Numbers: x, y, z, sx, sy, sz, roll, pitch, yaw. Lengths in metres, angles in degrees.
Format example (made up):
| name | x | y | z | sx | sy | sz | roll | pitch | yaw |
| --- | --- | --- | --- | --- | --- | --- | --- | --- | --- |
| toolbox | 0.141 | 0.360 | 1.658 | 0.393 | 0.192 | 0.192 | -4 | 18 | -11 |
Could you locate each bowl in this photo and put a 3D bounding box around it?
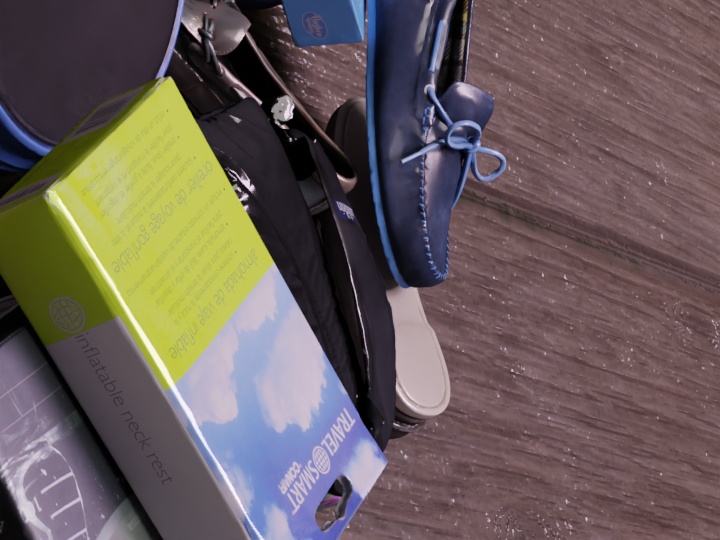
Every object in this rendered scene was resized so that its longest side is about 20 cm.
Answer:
| name | x | y | z | sx | sy | sz | roll | pitch | yaw |
| --- | --- | --- | --- | --- | --- | --- | --- | --- | --- |
| bowl | -0.143 | -0.145 | 1.263 | 0.200 | 0.039 | 0.202 | -17 | 109 | -60 |

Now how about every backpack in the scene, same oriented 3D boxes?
| name | x | y | z | sx | sy | sz | roll | pitch | yaw |
| --- | --- | --- | --- | --- | --- | --- | --- | --- | --- |
| backpack | -0.066 | 0.028 | 1.327 | 0.167 | 0.126 | 0.201 | -32 | 100 | -63 |

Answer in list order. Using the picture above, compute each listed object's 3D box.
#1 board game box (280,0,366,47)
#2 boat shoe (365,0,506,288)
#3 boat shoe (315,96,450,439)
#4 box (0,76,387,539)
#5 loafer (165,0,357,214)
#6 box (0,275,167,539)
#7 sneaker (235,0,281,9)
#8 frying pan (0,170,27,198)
| name | x | y | z | sx | sy | sz | roll | pitch | yaw |
| --- | --- | --- | --- | --- | --- | --- | --- | --- | --- |
| board game box | -0.025 | -0.248 | 1.498 | 0.153 | 0.040 | 0.201 | 72 | 18 | -55 |
| boat shoe | 0.040 | -0.092 | 1.505 | 0.084 | 0.068 | 0.201 | 19 | 68 | -77 |
| boat shoe | 0.000 | 0.000 | 1.544 | 0.067 | 0.057 | 0.201 | 12 | 58 | -43 |
| box | -0.071 | 0.032 | 1.153 | 0.201 | 0.047 | 0.122 | 61 | 31 | -15 |
| loafer | -0.070 | -0.113 | 1.467 | 0.200 | 0.063 | 0.072 | 57 | 32 | -24 |
| box | -0.128 | 0.110 | 1.185 | 0.198 | 0.123 | 0.200 | 67 | 29 | -11 |
| sneaker | -0.078 | -0.216 | 1.493 | 0.200 | 0.082 | 0.074 | 46 | 37 | -43 |
| frying pan | -0.189 | -0.072 | 1.283 | 0.115 | 0.031 | 0.190 | 65 | 27 | -10 |
